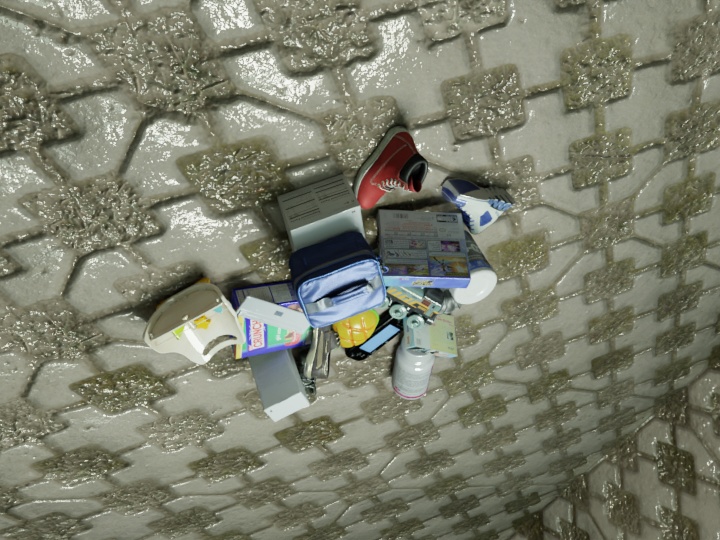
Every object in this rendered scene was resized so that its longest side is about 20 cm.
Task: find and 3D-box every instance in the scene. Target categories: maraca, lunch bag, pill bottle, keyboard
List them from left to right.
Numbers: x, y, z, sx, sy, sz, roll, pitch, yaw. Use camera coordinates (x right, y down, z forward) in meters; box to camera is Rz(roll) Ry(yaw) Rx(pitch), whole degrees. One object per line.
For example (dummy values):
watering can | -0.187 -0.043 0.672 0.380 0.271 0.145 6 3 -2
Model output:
keyboard | -0.193 0.104 1.597 0.199 0.011 0.057 21 112 -40
lunch bag | -0.039 0.022 1.420 0.198 0.133 0.137 -21 129 -3
maraca | -0.044 0.146 1.765 0.199 0.108 0.137 -32 132 24
pill bottle | 0.154 0.272 1.999 0.112 0.114 0.201 -12 138 -17
pill bottle | 0.233 -0.029 1.652 0.113 0.201 0.114 -15 141 -13

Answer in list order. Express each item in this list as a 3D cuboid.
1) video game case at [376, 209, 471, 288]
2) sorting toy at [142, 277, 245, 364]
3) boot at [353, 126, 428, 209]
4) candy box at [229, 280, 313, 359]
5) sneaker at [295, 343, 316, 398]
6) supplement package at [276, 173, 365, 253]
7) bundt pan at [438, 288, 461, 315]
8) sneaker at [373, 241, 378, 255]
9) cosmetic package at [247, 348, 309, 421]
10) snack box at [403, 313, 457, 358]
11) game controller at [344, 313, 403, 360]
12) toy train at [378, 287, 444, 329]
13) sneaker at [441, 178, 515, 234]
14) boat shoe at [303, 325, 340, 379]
video game case | 0.138 -0.049 1.554 0.197 0.183 0.046 2 146 -7
sorting toy | -0.351 0.131 1.549 0.198 0.107 0.181 -27 128 5
boot | 0.063 -0.179 1.443 0.072 0.145 0.201 6 132 -36
candy box | -0.210 0.114 1.660 0.198 0.077 0.170 -8 136 -21
sneaker | -0.135 0.265 1.798 0.075 0.115 0.200 8 147 -15
supplement package | -0.076 -0.079 1.499 0.154 0.111 0.201 -20 139 -8
bundt pan | 0.231 0.041 1.824 0.200 0.076 0.203 -16 139 -14
sneaker | 0.000 0.000 1.671 0.199 0.076 0.077 -34 117 9
cosmetic package | -0.208 0.259 1.719 0.101 0.201 0.071 -26 141 1
snack box | 0.192 0.168 1.896 0.037 0.118 0.199 -19 154 38
game controller | 0.050 0.181 1.902 0.199 0.042 0.104 -38 139 14
toy train | 0.115 0.064 1.737 0.199 0.086 0.114 30 124 -9
sneaker | 0.268 -0.142 1.643 0.198 0.081 0.116 6 128 -35
boat shoe | -0.082 0.170 1.692 0.072 0.075 0.202 15 100 3
